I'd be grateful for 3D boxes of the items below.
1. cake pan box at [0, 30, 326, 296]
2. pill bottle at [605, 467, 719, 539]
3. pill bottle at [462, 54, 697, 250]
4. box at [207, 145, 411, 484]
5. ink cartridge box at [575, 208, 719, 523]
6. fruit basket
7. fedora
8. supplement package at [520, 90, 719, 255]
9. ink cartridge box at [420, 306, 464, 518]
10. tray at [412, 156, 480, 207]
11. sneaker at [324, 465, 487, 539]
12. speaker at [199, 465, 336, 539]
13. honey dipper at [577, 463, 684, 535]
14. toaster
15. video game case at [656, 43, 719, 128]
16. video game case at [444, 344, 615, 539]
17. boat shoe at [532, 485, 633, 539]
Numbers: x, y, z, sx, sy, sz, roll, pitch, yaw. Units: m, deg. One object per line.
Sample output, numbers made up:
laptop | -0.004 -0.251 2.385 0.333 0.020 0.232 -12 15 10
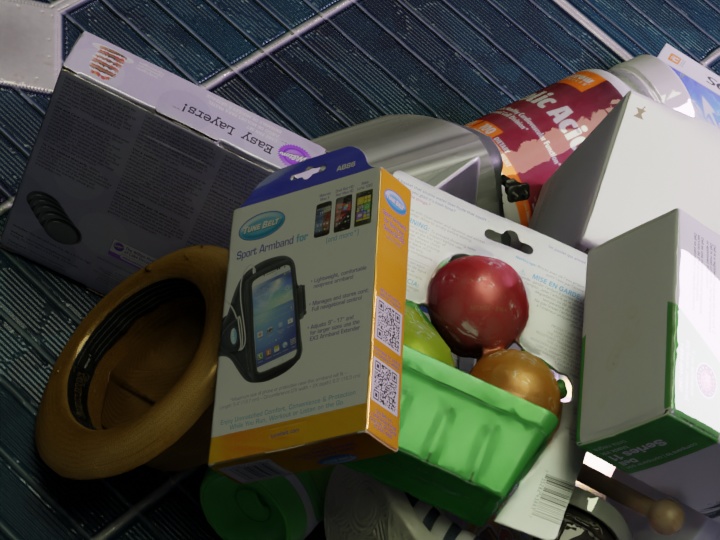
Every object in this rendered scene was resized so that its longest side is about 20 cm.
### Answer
cake pan box | -0.138 -0.049 1.467 0.198 0.185 0.053 25 45 -2
pill bottle | 0.251 0.179 1.446 0.199 0.112 0.113 29 32 -51
pill bottle | 0.164 -0.091 1.665 0.199 0.115 0.115 -26 64 -22
box | -0.029 0.024 1.283 0.041 0.118 0.202 38 48 -45
ink cartridge box | 0.235 0.075 1.326 0.199 0.083 0.148 30 52 -31
fruit basket | 0.069 0.054 1.333 0.184 0.094 0.201 23 56 0
fedora | -0.128 0.076 1.398 0.082 0.199 0.202 45 37 -31
supplement package | 0.194 -0.021 1.486 0.120 0.200 0.121 23 69 -5
ink cartridge box | 0.065 0.111 1.458 0.119 0.042 0.202 22 64 -37
tray | 0.000 0.000 1.414 0.199 0.108 0.022 -37 66 -21
sneaker | 0.051 0.187 1.332 0.084 0.076 0.200 9 24 -38
speaker | -0.030 0.109 1.450 0.088 0.089 0.200 35 45 7
honey dipper | 0.124 0.122 1.357 0.199 0.038 0.038 27 39 34
toaster | 0.021 -0.047 1.553 0.128 0.115 0.199 -17 19 -28
video game case | 0.300 -0.087 1.809 0.180 0.046 0.200 32 45 5
video game case | 0.138 0.146 1.463 0.181 0.023 0.202 22 62 -31
boat shoe | 0.159 0.215 1.375 0.071 0.202 0.061 13 61 39
